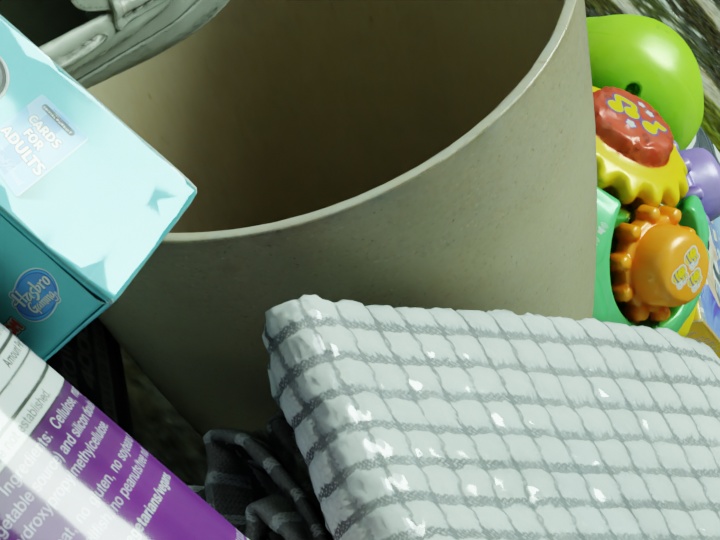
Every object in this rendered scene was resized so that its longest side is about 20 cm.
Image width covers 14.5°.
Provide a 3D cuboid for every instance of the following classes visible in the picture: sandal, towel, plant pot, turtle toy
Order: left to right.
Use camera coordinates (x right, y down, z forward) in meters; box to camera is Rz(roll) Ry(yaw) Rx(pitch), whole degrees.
[{"bbox_3d":[-0.002,-0.072,1.027,0.080,0.200,0.054,-35,100,-36],"label":"sandal"},{"bbox_3d":[0.000,0.000,0.904,0.187,0.187,0.200,-107,178,-51],"label":"plant pot"},{"bbox_3d":[0.058,0.100,0.797,0.200,0.086,0.166,4,46,-41],"label":"towel"},{"bbox_3d":[0.080,-0.031,1.072,0.146,0.101,0.200,34,30,-4],"label":"turtle toy"}]

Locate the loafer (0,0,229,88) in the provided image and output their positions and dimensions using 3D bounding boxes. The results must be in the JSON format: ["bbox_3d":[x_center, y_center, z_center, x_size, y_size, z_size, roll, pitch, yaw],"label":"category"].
[{"bbox_3d":[-0.086,-0.089,0.818,0.070,0.200,0.070,42,-21,10],"label":"loafer"}]

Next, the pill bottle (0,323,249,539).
[{"bbox_3d":[-0.099,0.075,0.677,0.200,0.112,0.112,41,21,-7],"label":"pill bottle"}]

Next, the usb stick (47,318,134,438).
[{"bbox_3d":[-0.095,0.037,0.868,0.055,0.033,0.200,32,25,-29],"label":"usb stick"}]

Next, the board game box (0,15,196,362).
[{"bbox_3d":[-0.159,-0.042,0.728,0.200,0.151,0.047,42,51,-9],"label":"board game box"}]

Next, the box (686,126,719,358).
[{"bbox_3d":[0.149,0.004,1.231,0.200,0.041,0.119,39,40,-59],"label":"box"}]
